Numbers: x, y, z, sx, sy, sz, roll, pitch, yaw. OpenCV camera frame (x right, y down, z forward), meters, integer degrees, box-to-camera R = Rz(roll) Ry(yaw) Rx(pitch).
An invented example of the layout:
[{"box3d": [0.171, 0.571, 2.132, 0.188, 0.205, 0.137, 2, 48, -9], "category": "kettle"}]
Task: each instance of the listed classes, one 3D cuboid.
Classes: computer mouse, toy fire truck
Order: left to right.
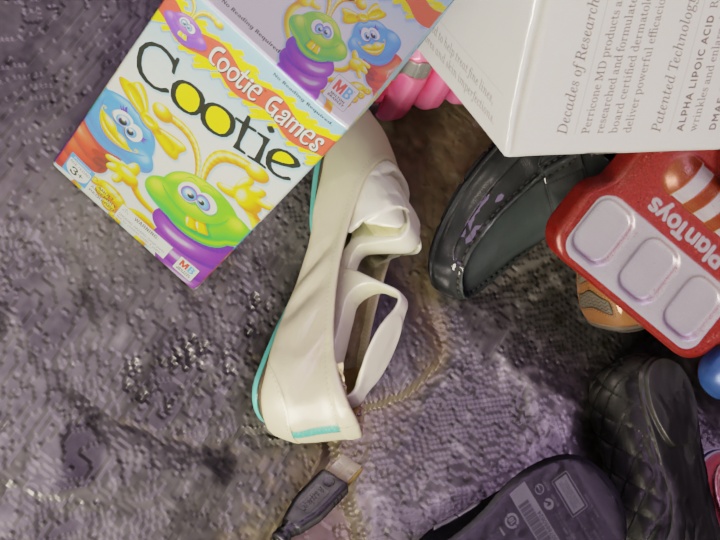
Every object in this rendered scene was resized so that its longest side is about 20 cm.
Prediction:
[{"box3d": [0.036, 0.145, 0.971, 0.200, 0.046, 0.141, -38, 93, -22], "category": "computer mouse"}, {"box3d": [0.217, -0.021, 1.028, 0.200, 0.112, 0.168, 38, 95, -21], "category": "toy fire truck"}]

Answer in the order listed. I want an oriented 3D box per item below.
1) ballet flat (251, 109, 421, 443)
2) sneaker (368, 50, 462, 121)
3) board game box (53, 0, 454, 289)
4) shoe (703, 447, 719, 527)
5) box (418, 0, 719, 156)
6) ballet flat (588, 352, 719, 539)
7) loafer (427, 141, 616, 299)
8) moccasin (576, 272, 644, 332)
[{"box3d": [0.000, 0.000, 0.995, 0.069, 0.069, 0.202, 22, 66, -17], "category": "ballet flat"}, {"box3d": [0.058, -0.142, 1.093, 0.198, 0.079, 0.096, -3, 55, -31], "category": "sneaker"}, {"box3d": [-0.058, -0.092, 0.927, 0.105, 0.200, 0.103, 41, 56, -5], "category": "board game box"}, {"box3d": [0.258, 0.179, 1.040, 0.071, 0.091, 0.201, -26, 82, -33], "category": "shoe"}, {"box3d": [0.108, -0.191, 0.942, 0.129, 0.202, 0.199, -3, 33, -21], "category": "box"}, {"box3d": [0.165, 0.146, 1.040, 0.066, 0.057, 0.202, 7, 72, -32], "category": "ballet flat"}, {"box3d": [0.117, -0.056, 1.056, 0.070, 0.068, 0.201, 35, 71, 27], "category": "loafer"}, {"box3d": [0.211, -0.025, 1.112, 0.200, 0.074, 0.079, -15, 105, -23], "category": "moccasin"}]
